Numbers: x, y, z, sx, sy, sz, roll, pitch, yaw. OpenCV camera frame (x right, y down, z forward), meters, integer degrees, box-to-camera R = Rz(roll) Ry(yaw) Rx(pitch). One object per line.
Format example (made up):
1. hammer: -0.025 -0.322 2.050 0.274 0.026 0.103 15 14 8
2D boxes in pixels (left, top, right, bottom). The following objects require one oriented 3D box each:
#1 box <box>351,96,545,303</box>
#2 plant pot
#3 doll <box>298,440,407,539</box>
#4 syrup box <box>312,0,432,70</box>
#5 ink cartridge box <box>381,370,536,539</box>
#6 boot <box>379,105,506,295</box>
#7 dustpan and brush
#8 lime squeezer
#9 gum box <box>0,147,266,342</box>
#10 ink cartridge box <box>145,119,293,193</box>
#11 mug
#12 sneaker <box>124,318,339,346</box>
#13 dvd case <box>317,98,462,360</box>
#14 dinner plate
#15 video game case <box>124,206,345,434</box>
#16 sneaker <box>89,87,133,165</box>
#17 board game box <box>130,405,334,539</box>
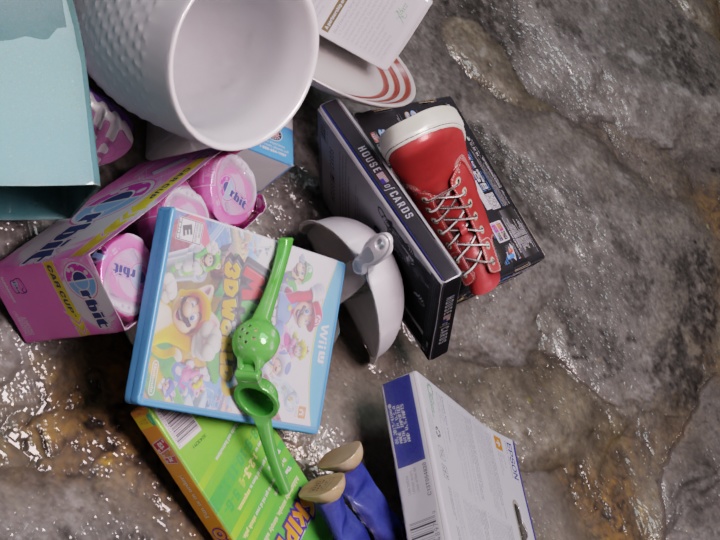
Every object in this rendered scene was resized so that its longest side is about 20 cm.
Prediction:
1. box: 0.076 -0.069 1.341 0.198 0.050 0.200 -22 80 -55
2. plant pot: -0.271 -0.145 0.983 0.141 0.141 0.200 -1 82 -21
3. doll: 0.024 0.241 1.107 0.200 0.048 0.136 57 35 -16
4. syrup box: -0.042 -0.268 1.224 0.200 0.081 0.079 28 24 -16
5. ink cartridge box: 0.093 0.209 1.176 0.200 0.041 0.200 39 34 -50
6. boot: 0.080 -0.054 1.184 0.200 0.072 0.144 37 32 -74
7. dustpan and brush: 0.000 0.000 1.157 0.057 0.200 0.140 -24 82 -31
8. lime squeezer: -0.074 0.076 1.039 0.071 0.038 0.200 -27 117 -82
9. gum box: -0.172 -0.026 1.065 0.200 0.113 0.066 -45 119 -46
10. ink cartridge box: -0.126 -0.179 1.244 0.115 0.068 0.200 20 53 -33
11. mug: -0.143 -0.211 1.077 0.148 0.175 0.200 -17 120 -42
12. sneaker: -0.089 0.038 1.123 0.200 0.091 0.078 5 62 -39
13. dvd case: 0.021 -0.034 1.200 0.025 0.150 0.200 -26 66 -14
14. dinner plate: -0.040 -0.203 1.236 0.200 0.024 0.200 28 27 -16
15. video game case: -0.089 0.043 1.049 0.200 0.018 0.143 18 78 -50
16. sneaker: -0.269 -0.159 1.108 0.200 0.080 0.088 28 41 -23
17. board game box: -0.090 0.165 1.071 0.200 0.030 0.096 57 43 -8
